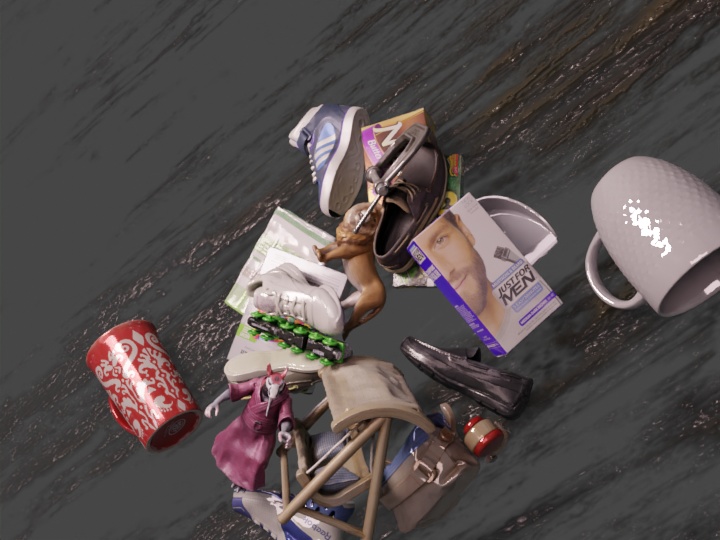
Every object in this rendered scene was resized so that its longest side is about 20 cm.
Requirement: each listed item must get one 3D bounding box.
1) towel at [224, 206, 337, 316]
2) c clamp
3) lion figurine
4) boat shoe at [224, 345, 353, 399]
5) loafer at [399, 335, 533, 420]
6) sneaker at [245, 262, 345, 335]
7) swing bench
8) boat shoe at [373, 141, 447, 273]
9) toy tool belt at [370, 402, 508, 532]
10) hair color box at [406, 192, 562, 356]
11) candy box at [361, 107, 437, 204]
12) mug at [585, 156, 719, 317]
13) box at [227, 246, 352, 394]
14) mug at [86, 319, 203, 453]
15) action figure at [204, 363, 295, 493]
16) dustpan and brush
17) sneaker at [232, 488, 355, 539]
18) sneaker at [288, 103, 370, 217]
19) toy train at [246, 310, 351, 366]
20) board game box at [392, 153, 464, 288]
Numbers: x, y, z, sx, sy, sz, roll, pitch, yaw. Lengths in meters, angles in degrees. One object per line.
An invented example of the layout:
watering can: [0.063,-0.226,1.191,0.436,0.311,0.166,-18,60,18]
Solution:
towel: [-0.142,0.001,1.164,0.149,0.031,0.201,30,89,32]
c clamp: [0.039,-0.152,0.992,0.027,0.200,0.171,37,106,-12]
lion figurine: [0.000,0.000,1.036,0.121,0.072,0.202,-16,104,-9]
boat shoe: [-0.106,0.156,1.031,0.199,0.061,0.072,-8,28,4]
loafer: [0.149,0.140,0.956,0.199,0.068,0.071,26,78,25]
sneaker: [-0.099,0.053,0.999,0.199,0.099,0.076,26,126,48]
swing bench: [-0.016,0.226,0.905,0.129,0.199,0.202,25,96,-12]
boat shoe: [0.072,-0.095,0.974,0.074,0.073,0.202,14,86,27]
toy tool belt: [0.094,0.246,0.910,0.123,0.124,0.201,49,116,34]
hair color box: [0.170,0.006,0.929,0.109,0.065,0.200,-39,84,-10]
candy box: [0.071,-0.151,1.090,0.116,0.056,0.202,-13,71,23]
mug: [0.372,-0.037,0.866,0.201,0.146,0.176,-58,47,35]
box: [-0.115,0.080,1.101,0.155,0.041,0.202,20,88,21]
mug: [-0.370,0.216,1.178,0.133,0.178,0.200,-29,61,-26]
action figure: [-0.136,0.214,0.961,0.133,0.149,0.201,32,111,14]
dustpan and brush: [0.179,-0.075,1.009,0.139,0.057,0.200,-43,60,9]
sneaker: [-0.108,0.389,0.994,0.197,0.080,0.116,0,72,25]
sneaker: [-0.069,-0.194,1.169,0.145,0.080,0.202,9,82,37]
toy train: [-0.095,0.100,1.015,0.199,0.056,0.042,15,98,38]
board game box: [0.103,-0.074,1.010,0.104,0.023,0.202,-2,79,23]
